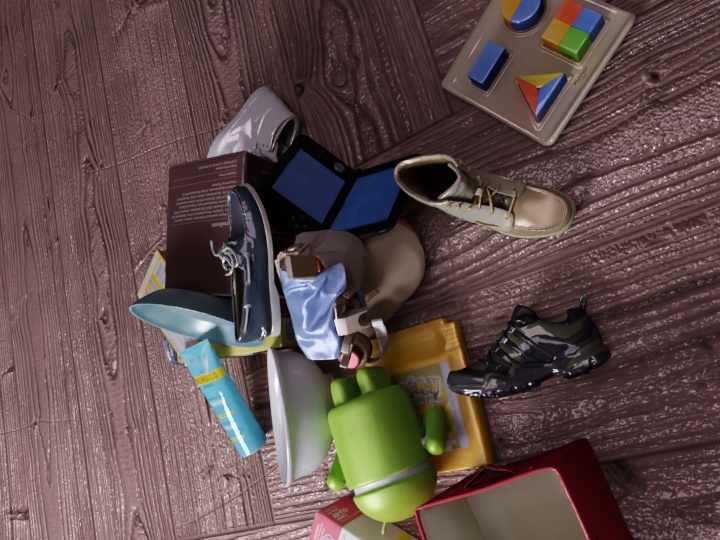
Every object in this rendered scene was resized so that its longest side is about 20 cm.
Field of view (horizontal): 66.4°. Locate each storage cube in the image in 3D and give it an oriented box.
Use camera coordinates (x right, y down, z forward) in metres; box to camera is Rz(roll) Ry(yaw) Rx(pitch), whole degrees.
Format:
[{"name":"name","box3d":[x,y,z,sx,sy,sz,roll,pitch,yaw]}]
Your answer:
[{"name":"storage cube","box3d":[0.195,0.306,0.609,0.170,0.179,0.202,-29,70,26]}]

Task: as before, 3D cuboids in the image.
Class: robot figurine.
[{"name":"robot figurine","box3d":[0.028,0.230,0.721,0.174,0.116,0.202,-27,71,18]}]

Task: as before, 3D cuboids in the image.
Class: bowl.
[{"name":"bowl","box3d":[-0.082,0.208,0.818,0.201,0.089,0.203,175,90,-75]}]

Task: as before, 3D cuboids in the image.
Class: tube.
[{"name":"tube","box3d":[-0.223,0.207,0.903,0.077,0.050,0.201,-24,100,27]}]

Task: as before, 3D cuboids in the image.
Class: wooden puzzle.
[{"name":"wooden puzzle","box3d":[0.222,-0.291,0.728,0.200,0.046,0.186,40,106,28]}]

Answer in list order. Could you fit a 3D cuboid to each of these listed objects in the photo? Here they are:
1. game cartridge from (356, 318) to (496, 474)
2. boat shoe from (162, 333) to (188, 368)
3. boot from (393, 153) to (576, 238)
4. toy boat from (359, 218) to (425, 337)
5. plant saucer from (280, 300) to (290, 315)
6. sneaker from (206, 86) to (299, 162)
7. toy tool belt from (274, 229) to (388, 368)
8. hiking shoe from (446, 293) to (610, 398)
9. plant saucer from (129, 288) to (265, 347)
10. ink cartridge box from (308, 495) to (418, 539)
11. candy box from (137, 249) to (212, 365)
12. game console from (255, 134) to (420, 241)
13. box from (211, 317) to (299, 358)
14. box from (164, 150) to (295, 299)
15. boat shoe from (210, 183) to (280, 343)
[{"name":"game cartridge","box3d":[0.081,0.183,0.777,0.175,0.032,0.202,-21,76,28]},{"name":"boat shoe","box3d":[-0.315,0.080,1.008,0.090,0.071,0.203,2,87,30]},{"name":"boot","box3d":[0.154,-0.093,0.686,0.199,0.154,0.073,18,94,32]},{"name":"toy boat","box3d":[0.000,0.000,0.809,0.200,0.130,0.131,-47,35,19]},{"name":"plant saucer","box3d":[-0.120,-0.026,0.922,0.199,0.032,0.203,-4,83,32]},{"name":"sneaker","box3d":[-0.188,-0.208,0.957,0.116,0.073,0.201,47,108,29]},{"name":"toy tool belt","box3d":[-0.042,0.056,0.681,0.124,0.123,0.202,-8,110,20]},{"name":"hiking shoe","box3d":[0.200,0.098,0.693,0.198,0.076,0.102,-19,67,16]},{"name":"plant saucer","box3d":[-0.233,0.068,0.810,0.198,0.200,0.036,-1,66,31]},{"name":"ink cartridge box","box3d":[0.019,0.434,0.760,0.199,0.083,0.147,18,95,32]},{"name":"candy box","box3d":[-0.323,0.061,0.961,0.200,0.026,0.103,43,114,32]},{"name":"game console","box3d":[-0.029,-0.129,0.769,0.172,0.201,0.119,35,132,-10]},{"name":"box","box3d":[-0.189,0.117,0.926,0.198,0.075,0.051,-12,79,31]},{"name":"box","box3d":[-0.183,-0.058,0.848,0.163,0.165,0.202,-2,84,31]},{"name":"boat shoe","box3d":[-0.149,-0.008,0.702,0.075,0.061,0.202,5,104,59]}]
